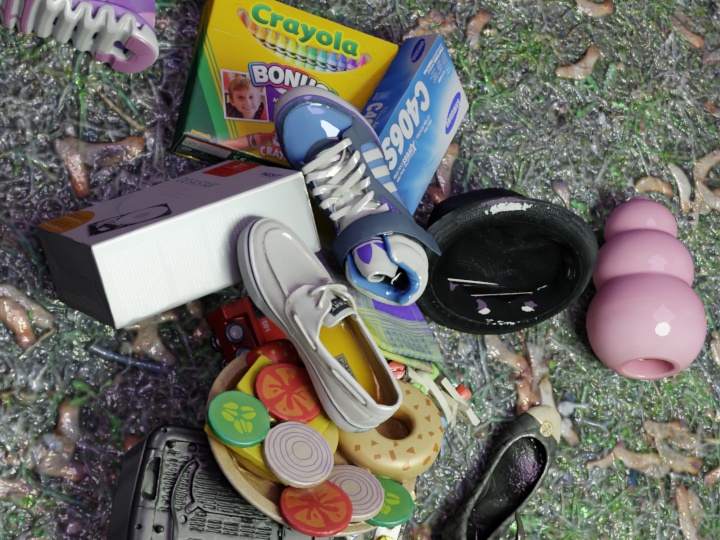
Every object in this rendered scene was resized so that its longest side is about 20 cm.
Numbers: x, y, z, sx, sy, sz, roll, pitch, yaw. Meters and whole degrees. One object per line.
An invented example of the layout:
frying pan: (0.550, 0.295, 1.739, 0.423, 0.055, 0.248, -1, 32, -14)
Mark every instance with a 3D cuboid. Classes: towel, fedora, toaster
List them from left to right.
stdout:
toaster: (-0.128, 0.236, 1.033, 0.200, 0.119, 0.181, 12, 70, -21)
towel: (0.000, 0.000, 1.135, 0.144, 0.023, 0.200, 24, 33, -44)
fedora: (0.137, -0.024, 1.225, 0.200, 0.201, 0.092, 9, 38, -21)

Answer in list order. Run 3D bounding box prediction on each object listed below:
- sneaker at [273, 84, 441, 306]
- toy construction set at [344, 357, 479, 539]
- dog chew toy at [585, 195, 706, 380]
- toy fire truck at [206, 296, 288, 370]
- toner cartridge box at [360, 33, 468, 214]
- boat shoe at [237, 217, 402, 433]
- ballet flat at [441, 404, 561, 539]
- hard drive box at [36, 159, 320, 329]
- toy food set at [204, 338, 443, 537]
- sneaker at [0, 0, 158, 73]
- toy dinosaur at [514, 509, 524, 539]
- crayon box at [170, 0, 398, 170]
sneaker: (-0.002, -0.057, 1.055, 0.081, 0.147, 0.200, -29, 122, 10)
toy construction set: (0.035, 0.160, 1.134, 0.131, 0.092, 0.200, 46, 57, -2)
dog chew toy: (0.304, 0.013, 1.289, 0.124, 0.125, 0.200, 14, 62, -19)
toy fire truck: (-0.067, 0.062, 1.150, 0.141, 0.049, 0.200, -19, 84, -29)
toner cartridge box: (0.047, -0.144, 1.209, 0.095, 0.043, 0.200, 64, 37, -34)
boat shoe: (-0.029, 0.037, 0.988, 0.071, 0.070, 0.200, -24, 83, -37)
ballet flat: (0.149, 0.215, 1.194, 0.066, 0.057, 0.200, 41, 64, -8)
hard drive box: (-0.163, -0.029, 1.067, 0.200, 0.156, 0.077, -22, 109, -28)
toy food set: (-0.035, 0.139, 1.018, 0.200, 0.049, 0.198, 33, 41, 2)
sneaker: (-0.279, -0.267, 1.142, 0.200, 0.080, 0.089, 22, 61, -21)
toy dinosaur: (0.122, 0.329, 1.137, 0.102, 0.077, 0.200, 35, 55, -52)
crayon box: (-0.073, -0.174, 1.210, 0.200, 0.058, 0.173, 16, 69, -19)
